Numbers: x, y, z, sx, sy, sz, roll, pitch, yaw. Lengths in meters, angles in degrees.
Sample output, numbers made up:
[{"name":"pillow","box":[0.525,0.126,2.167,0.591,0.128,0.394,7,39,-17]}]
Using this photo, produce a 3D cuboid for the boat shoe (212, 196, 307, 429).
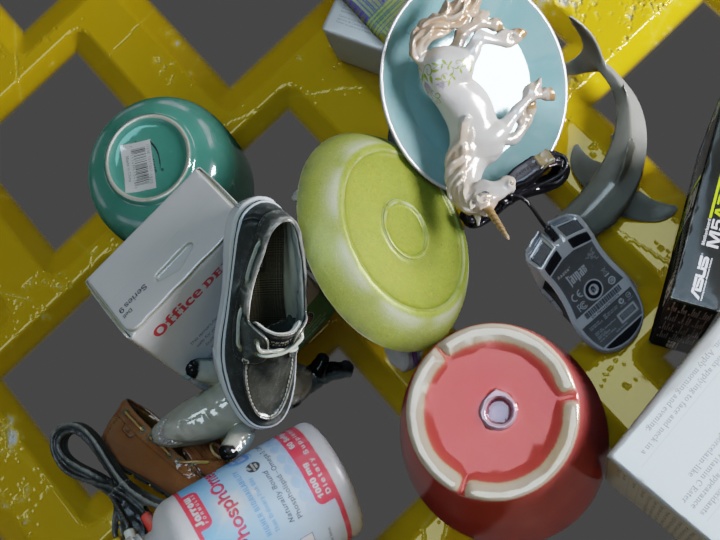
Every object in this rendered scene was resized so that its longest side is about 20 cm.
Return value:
[{"name":"boat shoe","box":[-0.080,0.043,0.963,0.071,0.071,0.203,-11,111,-25]}]

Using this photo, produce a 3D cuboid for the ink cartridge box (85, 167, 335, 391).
[{"name":"ink cartridge box","box":[-0.129,0.023,1.068,0.145,0.200,0.087,-46,57,-2]}]

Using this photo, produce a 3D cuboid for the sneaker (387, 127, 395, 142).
[{"name":"sneaker","box":[0.019,-0.070,1.134,0.112,0.076,0.203,-8,77,6]}]

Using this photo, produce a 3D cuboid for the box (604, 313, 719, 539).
[{"name":"box","box":[0.312,0.130,0.966,0.130,0.200,0.199,39,85,19]}]

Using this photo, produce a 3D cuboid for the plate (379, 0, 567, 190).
[{"name":"plate","box":[0.101,-0.167,1.068,0.198,0.026,0.203,0,90,-26]}]

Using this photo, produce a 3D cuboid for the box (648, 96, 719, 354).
[{"name":"box","box":[0.299,-0.040,1.011,0.047,0.200,0.195,17,81,12]}]

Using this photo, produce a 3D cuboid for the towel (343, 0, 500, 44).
[{"name":"towel","box":[0.052,-0.284,1.123,0.144,0.023,0.200,-44,73,-2]}]

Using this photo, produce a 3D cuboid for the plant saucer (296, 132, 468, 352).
[{"name":"plant saucer","box":[0.030,-0.031,1.013,0.031,0.199,0.202,-26,69,41]}]

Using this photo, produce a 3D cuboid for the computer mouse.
[{"name":"computer mouse","box":[0.184,-0.009,1.077,0.109,0.044,0.201,-38,104,-8]}]

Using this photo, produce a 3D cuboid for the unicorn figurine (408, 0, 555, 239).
[{"name":"unicorn figurine","box":[0.105,-0.137,1.026,0.137,0.074,0.201,-35,89,-20]}]

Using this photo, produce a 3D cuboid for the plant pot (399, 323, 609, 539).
[{"name":"plant pot","box":[0.119,0.132,1.013,0.198,0.177,0.203,-2,75,9]}]

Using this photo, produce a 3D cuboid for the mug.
[{"name":"mug","box":[-0.178,-0.084,1.154,0.184,0.114,0.153,31,83,16]}]

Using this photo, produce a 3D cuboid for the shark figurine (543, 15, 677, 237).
[{"name":"shark figurine","box":[0.239,-0.126,1.104,0.126,0.090,0.217,4,79,10]}]

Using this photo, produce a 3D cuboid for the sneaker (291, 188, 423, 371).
[{"name":"sneaker","box":[0.000,0.000,1.069,0.099,0.075,0.202,-22,81,19]}]

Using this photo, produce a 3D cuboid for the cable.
[{"name":"cable","box":[-0.216,0.213,1.069,0.097,0.050,0.201,-39,77,17]}]

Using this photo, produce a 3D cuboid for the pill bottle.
[{"name":"pill bottle","box":[-0.105,0.222,0.998,0.198,0.109,0.109,-28,72,-18]}]

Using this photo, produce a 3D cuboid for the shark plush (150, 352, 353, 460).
[{"name":"shark plush","box":[-0.096,0.107,1.077,0.199,0.083,0.091,-31,82,-36]}]

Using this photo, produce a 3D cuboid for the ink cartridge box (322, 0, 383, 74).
[{"name":"ink cartridge box","box":[0.070,-0.291,1.176,0.144,0.085,0.202,22,83,14]}]

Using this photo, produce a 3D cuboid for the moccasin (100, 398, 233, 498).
[{"name":"moccasin","box":[-0.151,0.183,1.110,0.200,0.074,0.078,25,89,23]}]
